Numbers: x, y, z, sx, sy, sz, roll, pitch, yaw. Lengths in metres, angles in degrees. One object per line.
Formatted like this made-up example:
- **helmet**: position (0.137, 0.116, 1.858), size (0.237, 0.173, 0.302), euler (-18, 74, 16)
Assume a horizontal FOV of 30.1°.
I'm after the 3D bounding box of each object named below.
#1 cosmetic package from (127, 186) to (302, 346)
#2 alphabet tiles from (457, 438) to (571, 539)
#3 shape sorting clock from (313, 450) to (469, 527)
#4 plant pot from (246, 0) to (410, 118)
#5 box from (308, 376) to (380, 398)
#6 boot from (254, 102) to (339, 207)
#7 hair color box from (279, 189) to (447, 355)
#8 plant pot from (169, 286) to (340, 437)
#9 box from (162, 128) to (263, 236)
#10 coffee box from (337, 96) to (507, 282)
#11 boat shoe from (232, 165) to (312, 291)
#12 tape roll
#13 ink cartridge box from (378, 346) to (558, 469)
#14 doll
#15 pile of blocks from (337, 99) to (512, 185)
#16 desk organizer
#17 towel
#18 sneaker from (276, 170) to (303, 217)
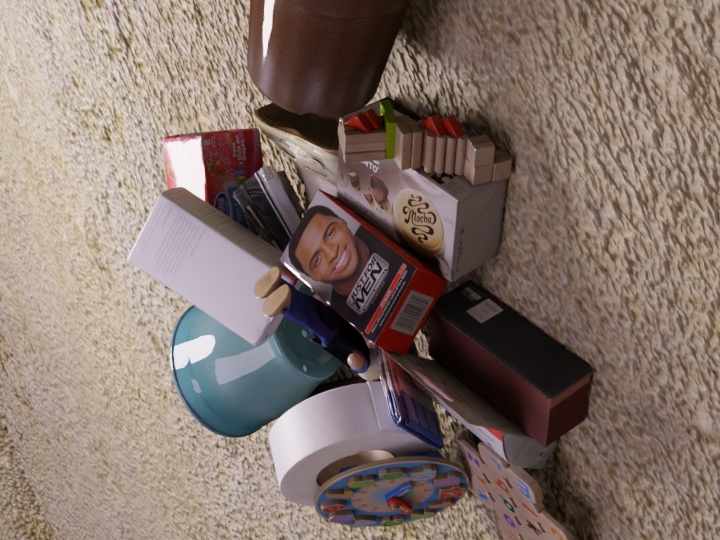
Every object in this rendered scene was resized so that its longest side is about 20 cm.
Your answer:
- **cosmetic package**: position (-0.173, -0.007, 1.633), size (0.199, 0.074, 0.102), euler (34, 108, 7)
- **alphabet tiles**: position (0.191, 0.287, 1.607), size (0.195, 0.015, 0.201), euler (39, 157, 40)
- **shape sorting clock**: position (0.040, 0.281, 1.673), size (0.201, 0.197, 0.040), euler (114, 148, -52)
- **plant pot**: position (-0.035, -0.281, 1.394), size (0.200, 0.199, 0.200), euler (47, 144, 25)
- **box**: position (-0.017, 0.206, 1.858), size (0.199, 0.074, 0.101), euler (-21, 95, 61)
- **boot**: position (-0.060, -0.122, 1.685), size (0.199, 0.072, 0.156), euler (32, 142, 47)
- **hair color box**: position (0.000, 0.000, 1.532), size (0.200, 0.061, 0.102), euler (39, 103, 44)
- **plant pot**: position (-0.129, 0.111, 1.847), size (0.187, 0.199, 0.202), euler (-23, 93, 40)
- **box**: position (-0.183, -0.078, 1.729), size (0.099, 0.095, 0.203), euler (5, 103, 51)
- **coffee box**: position (0.065, -0.094, 1.503), size (0.199, 0.079, 0.114), euler (38, 141, 35)
- **boat shoe**: position (-0.103, -0.045, 1.694), size (0.201, 0.070, 0.072), euler (63, -179, -36)
- **tape roll**: position (-0.011, 0.217, 1.659), size (0.203, 0.199, 0.072), euler (113, 148, -52)
- **ink cartridge box**: position (0.113, 0.157, 1.521), size (0.162, 0.199, 0.058), euler (38, 106, 36)
- **doll**: position (-0.037, 0.068, 1.562), size (0.199, 0.048, 0.137), euler (38, -167, -34)
- **pile of blocks**: position (0.068, -0.149, 1.432), size (0.197, 0.083, 0.063), euler (11, 130, 10)
- **desk organizer**: position (0.164, 0.103, 1.509), size (0.199, 0.071, 0.078), euler (38, 143, 37)
- **towel**: position (0.045, 0.108, 1.605), size (0.147, 0.024, 0.202), euler (39, -149, -62)
- **sneaker**: position (-0.120, -0.049, 1.787), size (0.201, 0.079, 0.077), euler (95, 161, -48)
